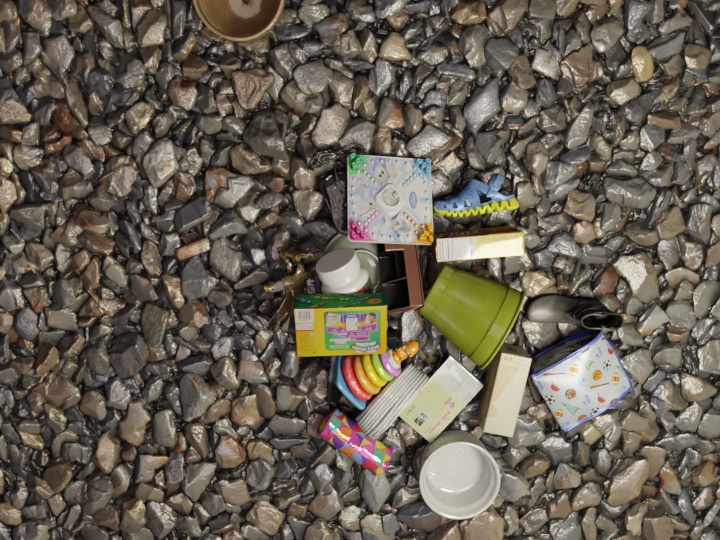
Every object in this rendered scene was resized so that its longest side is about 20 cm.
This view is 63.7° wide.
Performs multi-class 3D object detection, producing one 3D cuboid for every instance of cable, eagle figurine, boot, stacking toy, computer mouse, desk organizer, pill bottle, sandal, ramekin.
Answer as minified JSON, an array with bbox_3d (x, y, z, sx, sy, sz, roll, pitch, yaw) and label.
[{"bbox_3d":[0.073,0.304,1.360,0.069,0.200,0.200,43,79,10],"label":"cable"},{"bbox_3d":[-0.153,0.049,1.332,0.148,0.152,0.204,-3,102,2],"label":"eagle figurine"},{"bbox_3d":[0.494,0.100,1.351,0.196,0.132,0.071,-7,102,1],"label":"boot"},{"bbox_3d":[0.047,0.207,1.276,0.198,0.117,0.110,-32,119,21],"label":"stacking toy"},{"bbox_3d":[-0.023,-0.192,1.347,0.138,0.046,0.203,-22,100,-8],"label":"computer mouse"},{"bbox_3d":[0.087,-0.010,1.319,0.075,0.072,0.204,-4,79,-14],"label":"desk organizer"},{"bbox_3d":[-0.020,0.060,1.298,0.112,0.114,0.202,-21,117,4],"label":"pill bottle"},{"bbox_3d":[0.008,0.233,1.404,0.165,0.076,0.204,9,95,2],"label":"boot"},{"bbox_3d":[0.262,-0.170,1.334,0.196,0.079,0.089,-10,97,-6],"label":"sandal"},{"bbox_3d":[0.240,0.500,1.444,0.196,0.098,0.205,0,100,1],"label":"ramekin"}]

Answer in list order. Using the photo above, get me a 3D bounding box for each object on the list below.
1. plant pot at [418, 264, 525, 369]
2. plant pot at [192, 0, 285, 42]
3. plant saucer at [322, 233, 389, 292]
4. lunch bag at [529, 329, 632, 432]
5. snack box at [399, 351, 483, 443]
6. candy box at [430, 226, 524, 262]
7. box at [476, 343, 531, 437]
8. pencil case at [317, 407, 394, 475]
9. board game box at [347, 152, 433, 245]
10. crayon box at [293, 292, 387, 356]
[{"bbox_3d":[0.243,0.089,1.333,0.191,0.200,0.203,30,100,7],"label":"plant pot"},{"bbox_3d":[-0.254,-0.591,1.244,0.196,0.093,0.205,0,100,-1],"label":"plant pot"},{"bbox_3d":[0.000,0.000,1.375,0.196,0.050,0.205,0,101,1],"label":"plant saucer"},{"bbox_3d":[0.524,0.252,1.386,0.198,0.124,0.171,-32,98,14],"label":"lunch bag"},{"bbox_3d":[0.196,0.316,1.440,0.116,0.037,0.201,40,98,-6],"label":"snack box"},{"bbox_3d":[0.264,-0.062,1.330,0.196,0.117,0.058,-3,101,1],"label":"candy box"},{"bbox_3d":[0.346,0.287,1.407,0.076,0.095,0.204,11,99,-1],"label":"box"},{"bbox_3d":[-0.012,0.424,1.440,0.199,0.088,0.089,37,99,-9],"label":"pencil case"},{"bbox_3d":[0.069,-0.162,1.299,0.196,0.026,0.204,2,78,-11],"label":"board game box"},{"bbox_3d":[-0.041,0.115,1.228,0.196,0.059,0.121,-2,118,-2],"label":"crayon box"}]
